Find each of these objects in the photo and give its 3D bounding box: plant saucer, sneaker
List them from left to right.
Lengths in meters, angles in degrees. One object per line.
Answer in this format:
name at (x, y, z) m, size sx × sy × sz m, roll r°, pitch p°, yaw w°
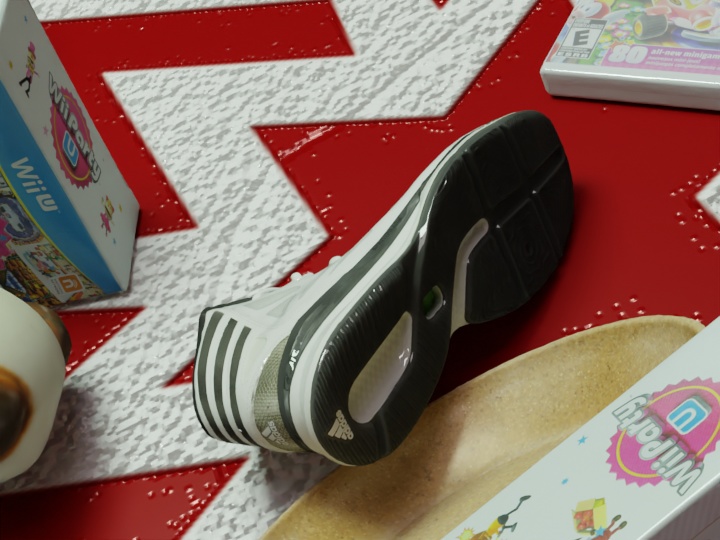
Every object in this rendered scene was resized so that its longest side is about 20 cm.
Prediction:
sneaker at (0.000, 0.000, 0.819) m, size 0.115 × 0.076 × 0.201 m, roll -1°, pitch 34°, yaw 42°
plant saucer at (0.042, 0.084, 0.693) m, size 0.199 × 0.036 × 0.200 m, roll -31°, pitch 10°, yaw 6°

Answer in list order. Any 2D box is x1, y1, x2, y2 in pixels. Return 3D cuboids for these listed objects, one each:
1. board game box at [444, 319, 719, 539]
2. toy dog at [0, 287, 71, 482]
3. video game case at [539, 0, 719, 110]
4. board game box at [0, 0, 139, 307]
board game box at (0.132, 0.087, 0.579) m, size 0.200 × 0.148 × 0.064 m, roll -39°, pitch 28°, yaw -2°
toy dog at (-0.218, 0.024, 0.831) m, size 0.195 × 0.199 × 0.140 m, roll -61°, pitch 2°, yaw 10°
video game case at (0.184, -0.150, 0.921) m, size 0.142 × 0.018 × 0.201 m, roll 8°, pitch 52°, yaw 32°
board game box at (-0.221, -0.042, 0.908) m, size 0.198 × 0.148 × 0.065 m, roll -12°, pitch 43°, yaw 14°
